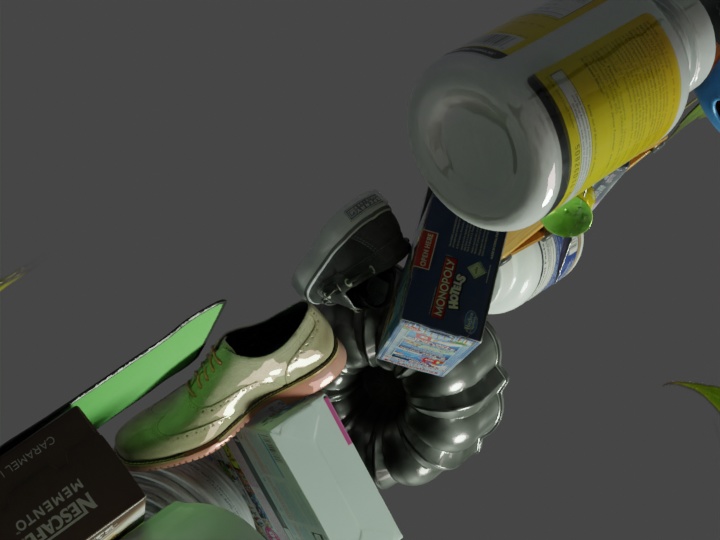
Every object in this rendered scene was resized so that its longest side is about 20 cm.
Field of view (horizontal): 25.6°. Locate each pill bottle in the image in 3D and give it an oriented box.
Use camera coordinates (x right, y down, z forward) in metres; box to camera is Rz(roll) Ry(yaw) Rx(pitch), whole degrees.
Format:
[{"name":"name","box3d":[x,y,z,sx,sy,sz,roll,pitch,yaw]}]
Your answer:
[{"name":"pill bottle","box3d":[0.130,-0.111,0.971,0.200,0.112,0.112,-32,171,-37]},{"name":"pill bottle","box3d":[0.146,-0.018,1.627,0.111,0.111,0.200,-42,172,30]}]

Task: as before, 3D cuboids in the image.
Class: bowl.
[{"name":"bowl","box3d":[-0.185,0.251,1.190,0.200,0.075,0.200,-33,176,-43]}]

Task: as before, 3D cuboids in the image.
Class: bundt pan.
[{"name":"bundt pan","box3d":[0.019,0.098,1.338,0.202,0.202,0.076,-42,-178,30]}]

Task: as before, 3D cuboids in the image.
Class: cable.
[{"name":"cable","box3d":[-0.177,0.244,1.350,0.200,0.200,0.069,-20,-174,24]}]

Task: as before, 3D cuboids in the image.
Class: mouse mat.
[{"name":"mouse mat","box3d":[-0.186,0.095,1.144,0.200,0.008,0.161,-36,173,-24]}]

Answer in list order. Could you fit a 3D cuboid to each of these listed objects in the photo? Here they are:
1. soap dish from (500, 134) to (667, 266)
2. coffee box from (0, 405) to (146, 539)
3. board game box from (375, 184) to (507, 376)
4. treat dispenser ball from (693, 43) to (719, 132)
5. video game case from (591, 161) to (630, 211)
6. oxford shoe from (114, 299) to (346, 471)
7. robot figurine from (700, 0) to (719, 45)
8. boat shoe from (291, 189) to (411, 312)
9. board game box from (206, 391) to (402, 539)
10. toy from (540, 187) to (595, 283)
[{"name":"soap dish","box3d":[0.182,-0.092,1.460,0.200,0.081,0.157,-40,172,29]},{"name":"coffee box","box3d":[-0.218,0.170,1.109,0.114,0.080,0.200,-36,174,-14]},{"name":"board game box","box3d":[0.065,-0.007,1.200,0.200,0.062,0.200,110,-4,-65]},{"name":"treat dispenser ball","box3d":[0.388,-0.190,1.379,0.201,0.201,0.201,-37,173,-6]},{"name":"video game case","box3d":[0.187,-0.125,1.173,0.200,0.019,0.143,98,4,-82]},{"name":"oxford shoe","box3d":[-0.112,0.086,1.243,0.200,0.071,0.074,-31,130,-7]},{"name":"robot figurine","box3d":[0.318,-0.223,1.158,0.125,0.151,0.200,-8,168,-8]},{"name":"boat shoe","box3d":[0.000,0.000,1.211,0.070,0.066,0.200,-34,172,-21]},{"name":"board game box","box3d":[-0.069,0.169,1.342,0.064,0.148,0.200,-35,-161,-27]},{"name":"toy","box3d":[0.147,-0.096,1.136,0.200,0.047,0.115,-78,-179,-52]}]
